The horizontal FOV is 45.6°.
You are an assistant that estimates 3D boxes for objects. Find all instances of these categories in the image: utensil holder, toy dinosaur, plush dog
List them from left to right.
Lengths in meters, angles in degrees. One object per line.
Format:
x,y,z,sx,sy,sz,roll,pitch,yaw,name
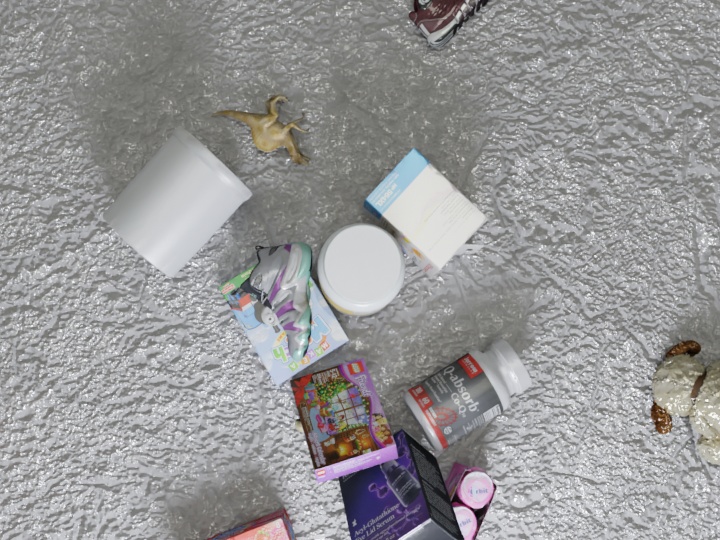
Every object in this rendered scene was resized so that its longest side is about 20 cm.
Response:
-0.312,-0.115,1.450,0.170,0.170,0.200,43,86,3,utensil holder
-0.165,-0.265,1.525,0.199,0.058,0.102,31,85,1,toy dinosaur
0.586,0.214,1.471,0.171,0.160,0.201,18,81,28,plush dog

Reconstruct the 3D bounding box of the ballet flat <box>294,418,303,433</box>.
-0.020,0.297,1.469,0.198,0.066,0.057,18,94,1,ballet flat

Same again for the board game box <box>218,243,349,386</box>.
-0.134,0.077,1.501,0.151,0.037,0.201,-32,87,-5,board game box

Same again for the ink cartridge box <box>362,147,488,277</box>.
0.117,-0.087,1.481,0.200,0.129,0.125,44,85,3,ink cartridge box

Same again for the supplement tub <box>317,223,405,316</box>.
0.000,0.000,1.431,0.144,0.200,0.147,0,84,-2,supplement tub

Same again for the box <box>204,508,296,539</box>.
-0.203,0.483,1.425,0.199,0.103,0.095,-21,85,-3,box

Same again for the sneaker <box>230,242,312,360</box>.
-0.152,0.053,1.452,0.139,0.078,0.202,0,74,-1,sneaker

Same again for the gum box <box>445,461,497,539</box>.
0.159,0.422,1.437,0.066,0.114,0.201,24,84,1,gum box

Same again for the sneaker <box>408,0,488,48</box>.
0.167,-0.511,1.555,0.116,0.076,0.200,45,85,6,sneaker

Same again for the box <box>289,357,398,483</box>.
-0.031,0.244,1.422,0.136,0.039,0.201,-16,42,-7,box

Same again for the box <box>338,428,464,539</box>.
0.061,0.383,1.372,0.148,0.200,0.104,-38,123,12,box

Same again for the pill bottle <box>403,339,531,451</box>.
0.182,0.208,1.459,0.199,0.116,0.116,-32,86,-5,pill bottle
